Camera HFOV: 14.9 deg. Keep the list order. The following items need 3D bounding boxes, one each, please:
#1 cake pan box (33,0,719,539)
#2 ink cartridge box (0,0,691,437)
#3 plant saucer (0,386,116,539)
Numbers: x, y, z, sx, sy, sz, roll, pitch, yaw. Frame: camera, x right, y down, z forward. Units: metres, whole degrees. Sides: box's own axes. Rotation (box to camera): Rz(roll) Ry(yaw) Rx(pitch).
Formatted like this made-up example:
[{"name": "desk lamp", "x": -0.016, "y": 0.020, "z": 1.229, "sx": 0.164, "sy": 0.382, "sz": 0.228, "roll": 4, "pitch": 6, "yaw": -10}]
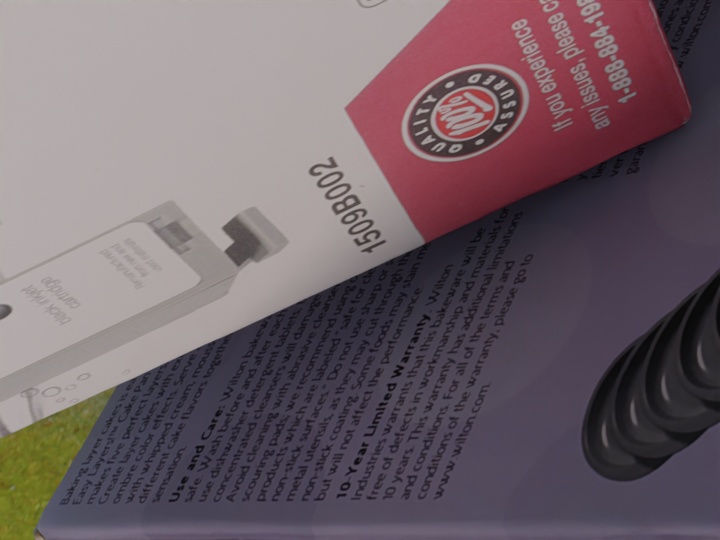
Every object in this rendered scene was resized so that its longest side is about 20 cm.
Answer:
[{"name": "cake pan box", "x": 0.059, "y": -0.023, "z": 0.453, "sx": 0.184, "sy": 0.200, "sz": 0.052, "roll": -5, "pitch": 137, "yaw": 41}, {"name": "ink cartridge box", "x": -0.070, "y": -0.041, "z": 0.386, "sx": 0.200, "sy": 0.083, "sz": 0.147, "roll": -25, "pitch": 149, "yaw": 5}, {"name": "plant saucer", "x": -0.053, "y": -0.014, "z": 0.640, "sx": 0.200, "sy": 0.200, "sz": 0.048, "roll": 16, "pitch": 129, "yaw": -43}]
